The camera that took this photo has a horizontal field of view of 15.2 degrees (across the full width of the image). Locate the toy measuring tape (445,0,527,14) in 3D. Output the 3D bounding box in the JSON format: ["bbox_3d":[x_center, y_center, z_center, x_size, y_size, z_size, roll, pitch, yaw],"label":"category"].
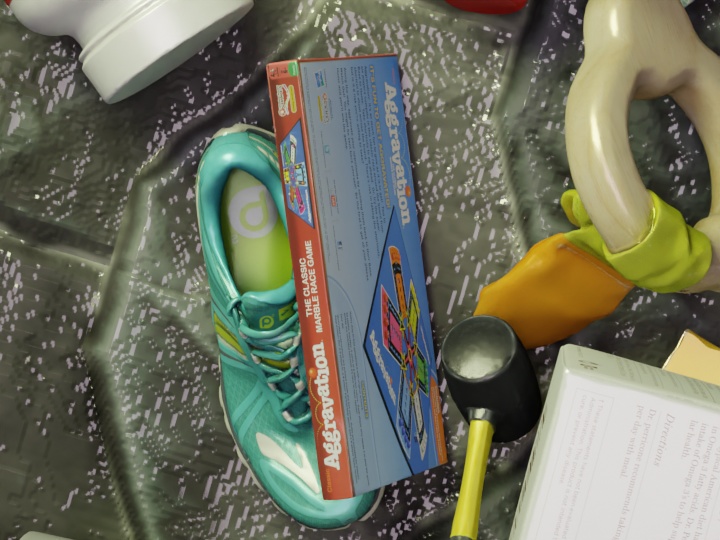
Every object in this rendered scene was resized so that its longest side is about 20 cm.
[{"bbox_3d":[0.093,-0.156,1.244,0.199,0.073,0.074,0,94,35],"label":"toy measuring tape"}]

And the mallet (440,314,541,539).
[{"bbox_3d":[0.051,0.123,1.249,0.041,0.066,0.201,1,67,18],"label":"mallet"}]

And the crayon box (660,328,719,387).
[{"bbox_3d":[0.154,0.142,1.286,0.127,0.051,0.200,33,95,1],"label":"crayon box"}]

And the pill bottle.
[{"bbox_3d":[-0.138,-0.184,1.257,0.112,0.112,0.200,-33,91,5],"label":"pill bottle"}]

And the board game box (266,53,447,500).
[{"bbox_3d":[0.000,0.000,1.264,0.019,0.103,0.201,-6,93,29],"label":"board game box"}]

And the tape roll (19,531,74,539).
[{"bbox_3d":[-0.142,0.225,1.236,0.066,0.200,0.201,12,94,3],"label":"tape roll"}]

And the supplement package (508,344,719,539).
[{"bbox_3d":[0.171,0.117,1.199,0.199,0.117,0.117,16,94,3],"label":"supplement package"}]

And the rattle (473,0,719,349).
[{"bbox_3d":[0.117,-0.076,1.288,0.130,0.143,0.201,-5,76,-27],"label":"rattle"}]

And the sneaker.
[{"bbox_3d":[-0.041,0.030,1.279,0.077,0.080,0.201,-17,93,5],"label":"sneaker"}]
